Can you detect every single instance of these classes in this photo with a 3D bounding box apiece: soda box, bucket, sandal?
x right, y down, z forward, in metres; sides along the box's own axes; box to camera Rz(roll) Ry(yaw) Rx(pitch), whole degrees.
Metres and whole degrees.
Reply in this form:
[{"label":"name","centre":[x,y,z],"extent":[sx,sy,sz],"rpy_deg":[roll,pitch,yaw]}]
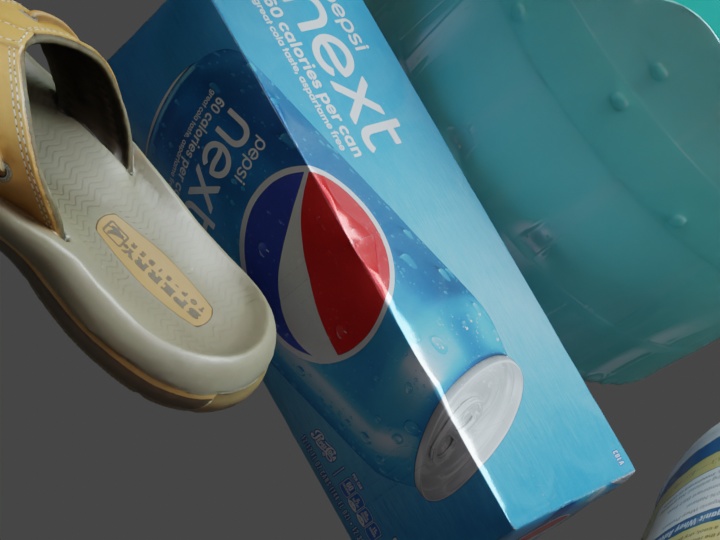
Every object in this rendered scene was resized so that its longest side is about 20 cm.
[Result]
[{"label":"soda box","centre":[0.000,0.000,0.797],"extent":[0.068,0.064,0.201],"rpy_deg":[-18,73,-48]},{"label":"bucket","centre":[0.100,-0.070,0.868],"extent":[0.207,0.135,0.208],"rpy_deg":[33,38,-30]},{"label":"sandal","centre":[-0.097,-0.040,0.742],"extent":[0.200,0.054,0.080],"rpy_deg":[42,40,-3]}]

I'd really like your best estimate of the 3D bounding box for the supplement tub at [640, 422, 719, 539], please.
[{"label":"supplement tub","centre":[0.132,0.146,0.747],"extent":[0.145,0.145,0.200],"rpy_deg":[44,41,-8]}]
